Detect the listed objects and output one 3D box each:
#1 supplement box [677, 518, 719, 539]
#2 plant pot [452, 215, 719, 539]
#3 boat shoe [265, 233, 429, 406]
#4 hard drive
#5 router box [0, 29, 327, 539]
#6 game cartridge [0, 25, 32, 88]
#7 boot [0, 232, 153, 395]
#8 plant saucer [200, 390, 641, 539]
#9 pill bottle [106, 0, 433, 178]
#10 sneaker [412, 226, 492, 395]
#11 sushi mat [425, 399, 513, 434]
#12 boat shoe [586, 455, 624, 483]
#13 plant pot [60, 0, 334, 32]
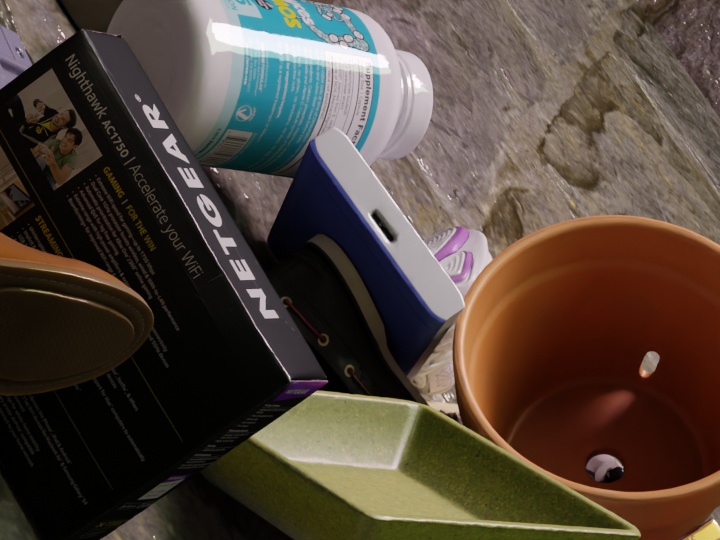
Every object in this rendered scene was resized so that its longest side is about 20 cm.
[{"bbox_3d":[0.190,0.253,1.603,0.200,0.110,0.086,58,-27,10],"label":"supplement box"},{"bbox_3d":[0.151,0.086,1.777,0.140,0.200,0.200,93,-23,-56],"label":"plant pot"},{"bbox_3d":[0.001,0.077,1.793,0.201,0.063,0.074,59,-18,-16],"label":"boat shoe"},{"bbox_3d":[0.000,0.000,1.800,0.132,0.025,0.200,54,-16,8],"label":"hard drive"},{"bbox_3d":[-0.130,0.009,1.399,0.200,0.149,0.051,59,18,11],"label":"router box"},{"bbox_3d":[-0.189,-0.061,1.576,0.200,0.038,0.130,63,14,24],"label":"game cartridge"},{"bbox_3d":[-0.197,-0.026,1.335,0.200,0.074,0.155,13,34,-36],"label":"boot"},{"bbox_3d":[0.014,0.119,1.579,0.200,0.048,0.200,8,14,-41],"label":"plant saucer"},{"bbox_3d":[-0.052,-0.113,1.811,0.200,0.111,0.111,7,47,-40],"label":"pill bottle"},{"bbox_3d":[0.050,0.028,1.891,0.100,0.075,0.200,63,-14,-4],"label":"sneaker"},{"bbox_3d":[0.117,0.101,1.924,0.200,0.012,0.096,8,2,-35],"label":"sushi mat"},{"bbox_3d":[0.120,0.163,1.953,0.075,0.093,0.200,48,-11,-9],"label":"boat shoe"},{"bbox_3d":[-0.087,-0.214,1.906,0.200,0.174,0.200,47,18,-21],"label":"plant pot"}]
